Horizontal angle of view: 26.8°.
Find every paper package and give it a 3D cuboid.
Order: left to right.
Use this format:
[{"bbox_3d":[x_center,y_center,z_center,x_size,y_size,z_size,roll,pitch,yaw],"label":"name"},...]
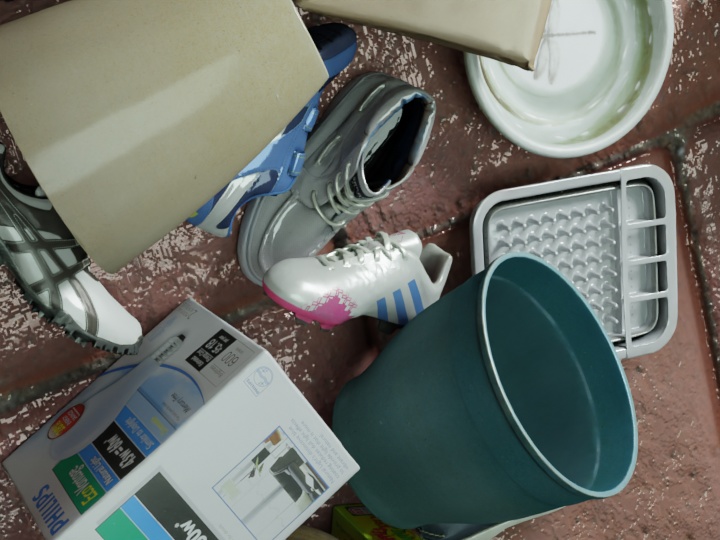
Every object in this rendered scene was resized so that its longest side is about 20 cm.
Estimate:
[{"bbox_3d":[0.062,-0.271,1.140,0.190,0.103,0.201,13,98,-3],"label":"paper package"}]

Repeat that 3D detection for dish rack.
[{"bbox_3d":[0.181,-0.001,1.317,0.199,0.044,0.173,-11,107,-22],"label":"dish rack"}]

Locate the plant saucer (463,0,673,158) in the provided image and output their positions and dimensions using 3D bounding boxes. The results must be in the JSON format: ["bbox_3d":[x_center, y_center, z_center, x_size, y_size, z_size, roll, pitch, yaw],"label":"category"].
[{"bbox_3d":[0.167,-0.197,1.263,0.199,0.050,0.201,-6,104,-22],"label":"plant saucer"}]

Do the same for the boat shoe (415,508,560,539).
[{"bbox_3d":[0.133,0.175,1.320,0.199,0.075,0.062,-23,127,-8],"label":"boat shoe"}]

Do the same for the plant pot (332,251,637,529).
[{"bbox_3d":[0.088,0.115,1.204,0.188,0.201,0.200,-29,121,33],"label":"plant pot"}]

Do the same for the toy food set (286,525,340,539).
[{"bbox_3d":[-0.042,0.303,1.220,0.049,0.197,0.201,-11,104,-61],"label":"toy food set"}]

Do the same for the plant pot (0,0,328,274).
[{"bbox_3d":[-0.131,-0.128,1.045,0.199,0.187,0.188,-29,112,1],"label":"plant pot"}]

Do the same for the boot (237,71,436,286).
[{"bbox_3d":[-0.019,-0.068,1.184,0.073,0.096,0.201,34,87,-26],"label":"boot"}]

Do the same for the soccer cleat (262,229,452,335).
[{"bbox_3d":[0.000,0.000,1.193,0.200,0.070,0.087,8,116,-55],"label":"soccer cleat"}]

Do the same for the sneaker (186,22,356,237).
[{"bbox_3d":[-0.072,-0.109,1.167,0.200,0.074,0.082,-43,114,0],"label":"sneaker"}]

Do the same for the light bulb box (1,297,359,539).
[{"bbox_3d":[-0.139,0.146,1.122,0.200,0.198,0.125,-42,113,-11],"label":"light bulb box"}]

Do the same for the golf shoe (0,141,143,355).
[{"bbox_3d":[-0.225,-0.015,1.116,0.200,0.078,0.095,40,84,-27],"label":"golf shoe"}]

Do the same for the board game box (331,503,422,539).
[{"bbox_3d":[0.008,0.310,1.278,0.047,0.102,0.201,0,102,-22],"label":"board game box"}]
